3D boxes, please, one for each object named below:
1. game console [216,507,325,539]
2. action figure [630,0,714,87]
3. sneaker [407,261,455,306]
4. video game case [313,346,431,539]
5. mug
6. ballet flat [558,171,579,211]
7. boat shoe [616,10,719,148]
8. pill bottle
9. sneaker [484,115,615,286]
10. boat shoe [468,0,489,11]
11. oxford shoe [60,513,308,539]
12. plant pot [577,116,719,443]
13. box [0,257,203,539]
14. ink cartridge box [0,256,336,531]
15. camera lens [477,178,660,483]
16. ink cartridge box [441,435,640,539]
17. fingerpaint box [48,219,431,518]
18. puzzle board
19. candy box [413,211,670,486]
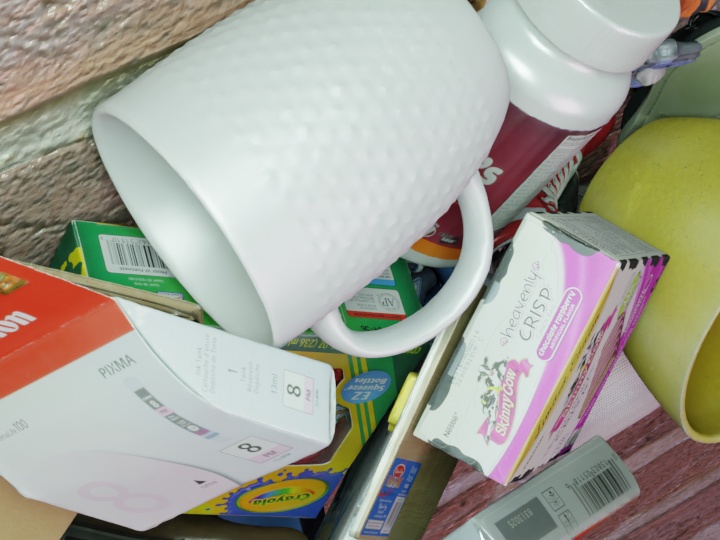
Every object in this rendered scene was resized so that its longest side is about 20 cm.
[{"bbox_3d":[-0.040,0.092,1.648,0.116,0.176,0.200,-16,168,24],"label":"game console"},{"bbox_3d":[0.156,-0.163,1.530,0.193,0.105,0.200,-24,-175,-21],"label":"action figure"},{"bbox_3d":[0.000,0.000,1.540,0.200,0.085,0.077,-8,126,-59],"label":"sneaker"},{"bbox_3d":[0.009,0.122,1.605,0.183,0.022,0.200,-64,-179,-9],"label":"video game case"},{"bbox_3d":[-0.008,-0.048,1.307,0.175,0.148,0.200,-37,115,-15],"label":"mug"},{"bbox_3d":[0.100,-0.002,1.655,0.066,0.057,0.200,-12,-144,28],"label":"ballet flat"},{"bbox_3d":[0.221,-0.130,1.663,0.074,0.066,0.199,14,153,-8],"label":"boat shoe"},{"bbox_3d":[0.077,-0.099,1.421,0.109,0.110,0.200,-16,156,-47],"label":"pill bottle"},{"bbox_3d":[0.108,-0.047,1.603,0.200,0.113,0.071,-21,149,-40],"label":"sneaker"},{"bbox_3d":[0.056,-0.189,1.281,0.069,0.071,0.200,-49,169,-10],"label":"boat shoe"},{"bbox_3d":[-0.119,0.139,1.528,0.073,0.199,0.085,89,13,-67],"label":"oxford shoe"},{"bbox_3d":[0.218,-0.015,1.631,0.200,0.142,0.200,-34,147,-26],"label":"plant pot"},{"bbox_3d":[-0.194,0.070,1.348,0.163,0.021,0.200,13,133,-27],"label":"box"},{"bbox_3d":[-0.138,0.064,1.268,0.200,0.057,0.162,16,151,-37],"label":"ink cartridge box"},{"bbox_3d":[0.137,0.037,1.760,0.200,0.160,0.160,-29,157,-27],"label":"camera lens"},{"bbox_3d":[0.051,0.184,1.535,0.200,0.050,0.162,-43,169,34],"label":"ink cartridge box"},{"bbox_3d":[-0.087,0.060,1.446,0.199,0.073,0.167,5,138,-28],"label":"fingerpaint box"},{"bbox_3d":[0.042,0.080,1.473,0.151,0.017,0.200,-65,167,0],"label":"puzzle board"},{"bbox_3d":[0.105,0.039,1.463,0.137,0.061,0.200,-63,167,8],"label":"candy box"}]
